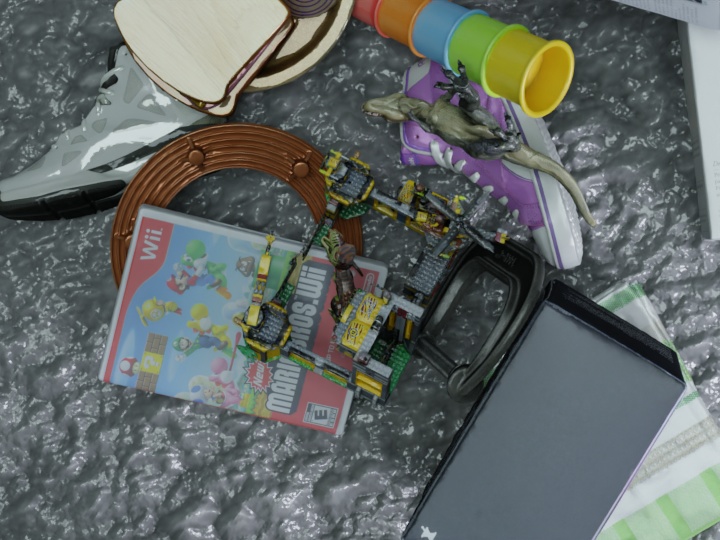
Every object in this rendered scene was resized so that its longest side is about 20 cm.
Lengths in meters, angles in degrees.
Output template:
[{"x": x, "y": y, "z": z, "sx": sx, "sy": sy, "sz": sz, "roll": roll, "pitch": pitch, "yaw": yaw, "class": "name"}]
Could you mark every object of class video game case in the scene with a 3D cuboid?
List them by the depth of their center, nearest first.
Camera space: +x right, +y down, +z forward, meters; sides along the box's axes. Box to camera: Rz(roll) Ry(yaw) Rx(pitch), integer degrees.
[{"x": -0.092, "y": 0.040, "z": 1.491, "sx": 0.199, "sy": 0.017, "sz": 0.144, "roll": 14, "pitch": 102, "yaw": -9, "class": "video game case"}]

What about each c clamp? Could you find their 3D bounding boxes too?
[{"x": 0.074, "y": 0.049, "z": 1.428, "sx": 0.027, "sy": 0.200, "sz": 0.171, "roll": 33, "pitch": 87, "yaw": -16, "class": "c clamp"}]

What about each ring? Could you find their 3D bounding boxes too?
[{"x": -0.096, "y": -0.016, "z": 1.496, "sx": 0.200, "sy": 0.019, "sz": 0.201, "roll": -2, "pitch": 106, "yaw": -6, "class": "ring"}]

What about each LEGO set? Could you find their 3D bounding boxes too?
[{"x": 0.000, "y": 0.000, "z": 1.407, "sx": 0.154, "sy": 0.116, "sz": 0.200, "roll": 35, "pitch": 75, "yaw": 8, "class": "LEGO set"}]

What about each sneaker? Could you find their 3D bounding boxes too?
[{"x": 0.096, "y": -0.080, "z": 1.481, "sx": 0.114, "sy": 0.073, "sz": 0.201, "roll": -24, "pitch": 77, "yaw": 11, "class": "sneaker"}, {"x": -0.206, "y": -0.114, "z": 1.524, "sx": 0.200, "sy": 0.076, "sz": 0.116, "roll": -17, "pitch": 80, "yaw": 0, "class": "sneaker"}]

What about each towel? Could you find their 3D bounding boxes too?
[{"x": 0.199, "y": 0.126, "z": 1.490, "sx": 0.149, "sy": 0.031, "sz": 0.200, "roll": -30, "pitch": 89, "yaw": 9, "class": "towel"}]

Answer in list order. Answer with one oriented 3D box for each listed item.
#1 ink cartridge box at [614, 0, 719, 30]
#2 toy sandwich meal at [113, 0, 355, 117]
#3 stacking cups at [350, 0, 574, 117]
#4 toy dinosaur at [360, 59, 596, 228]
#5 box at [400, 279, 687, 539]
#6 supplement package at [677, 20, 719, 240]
[{"x": 0.212, "y": -0.280, "z": 1.399, "sx": 0.199, "sy": 0.041, "sz": 0.200, "roll": 19, "pitch": 60, "yaw": 24, "class": "ink cartridge box"}, {"x": -0.100, "y": -0.224, "z": 1.460, "sx": 0.204, "sy": 0.070, "sz": 0.206, "roll": 1, "pitch": 97, "yaw": 7, "class": "toy sandwich meal"}, {"x": 0.065, "y": -0.178, "z": 1.437, "sx": 0.200, "sy": 0.060, "sz": 0.061, "roll": 29, "pitch": 95, "yaw": 34, "class": "stacking cups"}, {"x": 0.091, "y": -0.102, "z": 1.406, "sx": 0.200, "sy": 0.088, "sz": 0.048, "roll": 30, "pitch": 74, "yaw": 18, "class": "toy dinosaur"}, {"x": 0.135, "y": 0.126, "z": 1.384, "sx": 0.123, "sy": 0.198, "sz": 0.200, "roll": 31, "pitch": 98, "yaw": 5, "class": "box"}, {"x": 0.304, "y": -0.127, "z": 1.425, "sx": 0.117, "sy": 0.117, "sz": 0.201, "roll": -7, "pitch": 90, "yaw": 8, "class": "supplement package"}]
